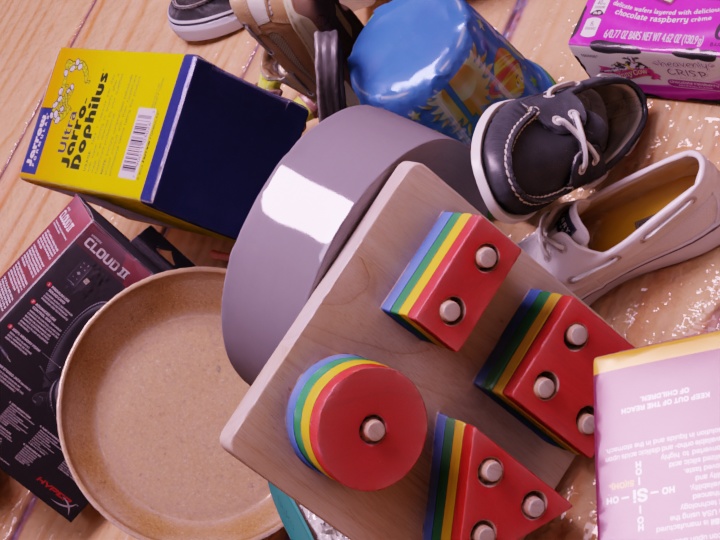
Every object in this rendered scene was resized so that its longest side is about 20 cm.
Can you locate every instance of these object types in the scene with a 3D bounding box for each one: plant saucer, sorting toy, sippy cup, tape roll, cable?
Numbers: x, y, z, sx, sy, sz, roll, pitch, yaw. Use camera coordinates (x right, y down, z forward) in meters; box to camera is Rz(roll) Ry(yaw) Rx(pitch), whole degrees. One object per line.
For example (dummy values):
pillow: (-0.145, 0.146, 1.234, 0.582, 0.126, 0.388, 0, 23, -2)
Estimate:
plant saucer: (-0.109, 0.097, 1.048, 0.197, 0.036, 0.203, 2, 69, -5)
sorting toy: (0.056, 0.076, 0.878, 0.200, 0.199, 0.069, -56, 23, -10)
sippy cup: (0.061, -0.124, 1.065, 0.176, 0.130, 0.141, 9, 67, 38)
tape roll: (0.000, 0.000, 0.970, 0.066, 0.200, 0.202, 25, 77, 30)
cable: (-0.029, -0.084, 1.075, 0.050, 0.201, 0.098, 2, 63, 8)

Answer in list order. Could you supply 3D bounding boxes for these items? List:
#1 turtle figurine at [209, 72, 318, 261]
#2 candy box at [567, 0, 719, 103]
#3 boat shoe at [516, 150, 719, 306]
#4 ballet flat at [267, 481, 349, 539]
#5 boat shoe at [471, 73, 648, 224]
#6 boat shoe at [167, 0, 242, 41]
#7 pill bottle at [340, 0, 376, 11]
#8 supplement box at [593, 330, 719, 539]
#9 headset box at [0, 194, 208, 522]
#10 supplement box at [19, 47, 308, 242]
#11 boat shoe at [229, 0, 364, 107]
turtle figurine: (-0.100, -0.111, 1.215, 0.161, 0.064, 0.200, -43, 46, 3)
candy box: (0.246, -0.217, 1.044, 0.135, 0.061, 0.202, 11, 68, 40)
boat shoe: (0.143, -0.019, 0.977, 0.198, 0.070, 0.072, -24, 50, 20)
ballet flat: (-0.002, 0.188, 0.947, 0.071, 0.072, 0.201, -33, 53, 13)
boat shoe: (0.131, -0.087, 0.969, 0.060, 0.076, 0.200, -15, 16, 31)
boat shoe: (-0.095, -0.270, 1.313, 0.198, 0.071, 0.073, -24, 50, 21)
pill bottle: (0.059, -0.277, 1.179, 0.198, 0.116, 0.117, -16, 53, 27)
supplement box: (0.184, 0.150, 0.807, 0.085, 0.110, 0.202, -15, 53, 27)
headset box: (-0.203, 0.057, 1.109, 0.200, 0.149, 0.077, -48, 27, -1)
supplement box: (-0.150, -0.095, 1.127, 0.199, 0.108, 0.111, 12, 83, 49)
boat shoe: (-0.038, -0.159, 1.105, 0.075, 0.200, 0.072, -12, 61, 15)
